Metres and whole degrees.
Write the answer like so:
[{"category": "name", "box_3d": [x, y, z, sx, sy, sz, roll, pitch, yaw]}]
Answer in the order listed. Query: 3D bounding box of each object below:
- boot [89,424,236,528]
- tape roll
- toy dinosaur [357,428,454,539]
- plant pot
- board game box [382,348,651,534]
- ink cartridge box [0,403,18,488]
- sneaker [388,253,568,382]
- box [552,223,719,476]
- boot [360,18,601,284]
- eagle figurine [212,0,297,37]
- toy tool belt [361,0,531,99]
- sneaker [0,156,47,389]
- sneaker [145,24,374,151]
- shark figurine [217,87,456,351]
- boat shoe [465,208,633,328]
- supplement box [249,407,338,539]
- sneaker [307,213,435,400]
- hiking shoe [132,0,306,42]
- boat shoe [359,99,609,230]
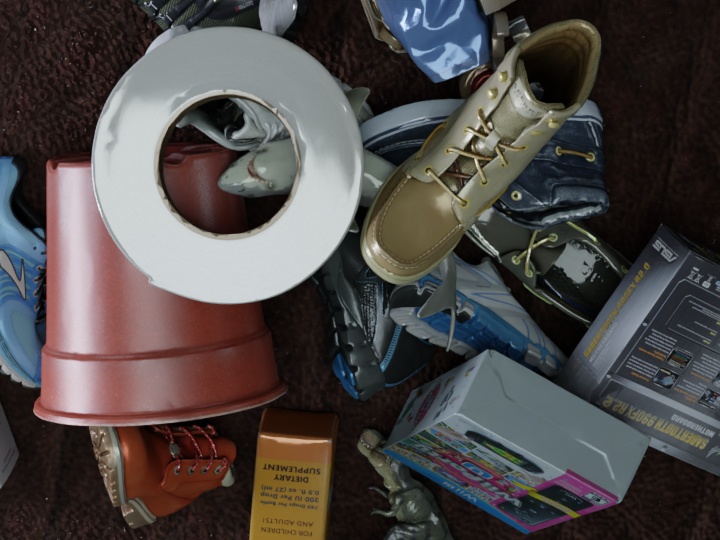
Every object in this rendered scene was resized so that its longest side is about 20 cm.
[{"category": "boot", "box_3d": [-0.156, 0.146, 1.626, 0.107, 0.200, 0.075, -18, 73, 0]}, {"category": "tape roll", "box_3d": [-0.096, -0.075, 1.479, 0.201, 0.037, 0.204, 0, 90, -1]}, {"category": "toy dinosaur", "box_3d": [0.043, 0.230, 1.713, 0.088, 0.047, 0.200, -36, 106, 3]}, {"category": "plant pot", "box_3d": [-0.163, 0.004, 1.584, 0.199, 0.201, 0.197, -4, 97, 2]}, {"category": "board game box", "box_3d": [0.118, 0.138, 1.606, 0.147, 0.200, 0.065, 30, 72, -7]}, {"category": "ink cartridge box", "box_3d": [-0.383, 0.093, 1.656, 0.146, 0.086, 0.201, -16, 107, 5]}, {"category": "sneaker", "box_3d": [0.110, 0.037, 1.645, 0.075, 0.087, 0.200, -24, 130, 39]}, {"category": "box", "box_3d": [0.273, 0.071, 1.622, 0.199, 0.048, 0.159, 23, 107, -33]}, {"category": "boot", "box_3d": [0.087, -0.086, 1.455, 0.073, 0.155, 0.200, 44, 63, 0]}, {"category": "eagle figurine", "box_3d": [-0.037, -0.283, 1.483, 0.199, 0.151, 0.152, -30, 72, -11]}, {"category": "toy tool belt", "box_3d": [0.067, -0.200, 1.549, 0.124, 0.123, 0.201, -24, 105, 7]}, {"category": "sneaker", "box_3d": [-0.272, 0.001, 1.634, 0.089, 0.078, 0.201, -17, 105, 2]}, {"category": "sneaker", "box_3d": [-0.074, -0.119, 1.570, 0.199, 0.081, 0.075, 15, 126, -30]}, {"category": "shark figurine", "box_3d": [0.011, -0.046, 1.552, 0.214, 0.090, 0.128, 35, 72, 4]}, {"category": "boat shoe", "box_3d": [0.156, -0.014, 1.633, 0.201, 0.060, 0.072, 35, 103, -9]}, {"category": "supplement box", "box_3d": [-0.059, 0.220, 1.699, 0.066, 0.069, 0.201, 5, 108, 1]}, {"category": "sneaker", "box_3d": [0.000, 0.000, 1.644, 0.082, 0.073, 0.201, -20, 107, -17]}, {"category": "hiking shoe", "box_3d": [-0.139, -0.205, 1.573, 0.199, 0.076, 0.101, 6, 103, -2]}, {"category": "boat shoe", "box_3d": [0.096, -0.080, 1.580, 0.199, 0.071, 0.091, -5, 69, -4]}]
